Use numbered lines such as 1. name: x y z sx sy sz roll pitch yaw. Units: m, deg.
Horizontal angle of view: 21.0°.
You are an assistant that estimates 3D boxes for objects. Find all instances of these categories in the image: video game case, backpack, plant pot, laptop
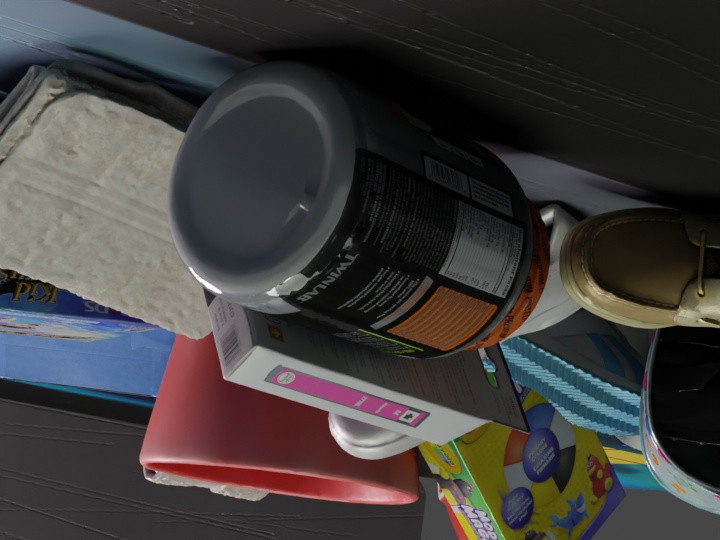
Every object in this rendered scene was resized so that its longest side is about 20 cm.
1. video game case: -0.241 0.013 1.253 0.200 0.046 0.181 7 173 -24
2. backpack: 0.278 0.082 1.243 0.200 0.178 0.151 11 166 4
3. plant pot: -0.048 0.064 1.378 0.200 0.178 0.200 7 169 1
4. laptop: -0.226 0.020 1.459 0.187 0.116 0.200 6 170 7

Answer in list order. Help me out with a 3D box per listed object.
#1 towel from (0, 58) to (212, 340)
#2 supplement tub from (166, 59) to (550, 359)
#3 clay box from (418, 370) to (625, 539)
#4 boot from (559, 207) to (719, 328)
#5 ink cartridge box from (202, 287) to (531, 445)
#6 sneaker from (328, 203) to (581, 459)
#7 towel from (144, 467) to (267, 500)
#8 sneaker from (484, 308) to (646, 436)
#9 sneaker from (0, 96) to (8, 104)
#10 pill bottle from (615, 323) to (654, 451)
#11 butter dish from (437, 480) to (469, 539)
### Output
1. towel: -0.124 -0.036 1.051 0.200 0.035 0.133 24 123 -38
2. supplement tub: 0.007 -0.024 0.993 0.122 0.123 0.200 1 168 36
3. clay box: 0.105 0.120 1.364 0.048 0.115 0.200 8 135 47
4. boot: 0.228 -0.003 1.081 0.200 0.073 0.155 10 171 -21
5. ink cartridge box: 0.003 0.039 1.080 0.200 0.095 0.037 18 129 -35
6. sneaker: 0.054 0.030 1.190 0.075 0.200 0.089 46 173 32
7. towel: -0.073 0.093 1.532 0.132 0.200 0.034 19 -163 -48
8. sneaker: 0.147 0.048 1.310 0.200 0.081 0.076 32 145 -28
9. sneaker: -0.137 -0.059 1.096 0.078 0.070 0.200 -15 159 39
10. pill bottle: 0.249 0.085 1.459 0.200 0.116 0.116 16 167 -38
11. butter dish: 0.131 0.110 1.511 0.148 0.200 0.199 -3 171 -1
